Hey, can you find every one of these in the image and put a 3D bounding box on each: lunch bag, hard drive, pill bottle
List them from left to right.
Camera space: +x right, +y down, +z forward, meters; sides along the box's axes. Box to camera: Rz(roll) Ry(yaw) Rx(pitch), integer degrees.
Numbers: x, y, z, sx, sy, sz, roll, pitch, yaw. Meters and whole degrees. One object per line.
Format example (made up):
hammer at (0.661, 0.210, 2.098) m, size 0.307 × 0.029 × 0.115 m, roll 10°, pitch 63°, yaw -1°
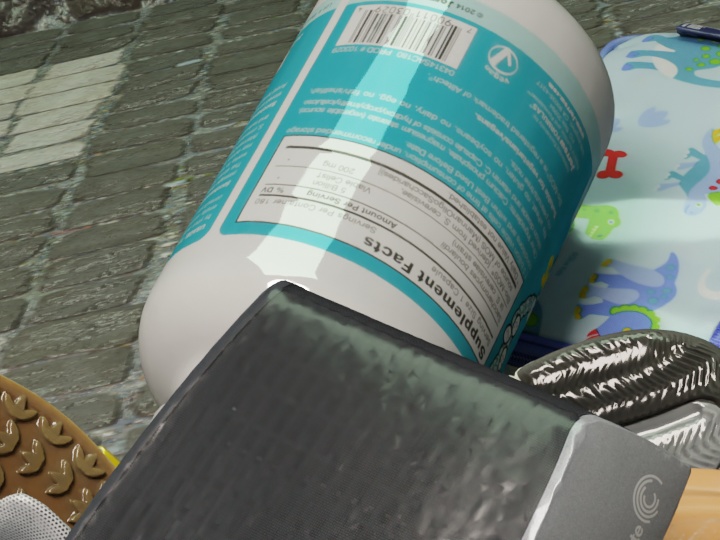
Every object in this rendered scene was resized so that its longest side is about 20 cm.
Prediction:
hard drive at (-0.025, 0.101, 0.660) m, size 0.135 × 0.042 × 0.200 m, roll 23°, pitch 73°, yaw 35°
pill bottle at (0.000, 0.000, 0.899) m, size 0.110 × 0.111 × 0.200 m, roll -2°, pitch 45°, yaw 36°
lunch bag at (0.128, -0.002, 1.008) m, size 0.160 × 0.083 × 0.200 m, roll 17°, pitch 45°, yaw 28°

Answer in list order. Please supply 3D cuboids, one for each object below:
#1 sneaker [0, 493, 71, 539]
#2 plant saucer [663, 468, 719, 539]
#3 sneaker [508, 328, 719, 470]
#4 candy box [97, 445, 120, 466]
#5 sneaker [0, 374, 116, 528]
sneaker at (-0.135, 0.093, 0.767) m, size 0.200 × 0.115 × 0.075 m, roll 34°, pitch 50°, yaw 7°
plant saucer at (0.088, 0.133, 0.678) m, size 0.199 × 0.032 × 0.201 m, roll 4°, pitch 53°, yaw -5°
sneaker at (0.044, 0.090, 0.864) m, size 0.200 × 0.075 × 0.115 m, roll -42°, pitch -13°, yaw 13°
candy box at (-0.135, 0.111, 1.051) m, size 0.102 × 0.026 × 0.200 m, roll -53°, pitch 9°, yaw -11°
sneaker at (-0.146, 0.058, 0.861) m, size 0.067 × 0.200 × 0.090 m, roll -58°, pitch 16°, yaw -23°
